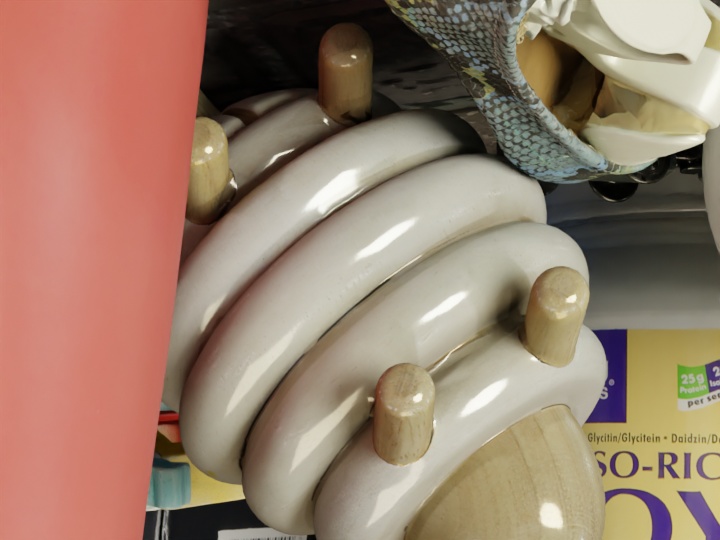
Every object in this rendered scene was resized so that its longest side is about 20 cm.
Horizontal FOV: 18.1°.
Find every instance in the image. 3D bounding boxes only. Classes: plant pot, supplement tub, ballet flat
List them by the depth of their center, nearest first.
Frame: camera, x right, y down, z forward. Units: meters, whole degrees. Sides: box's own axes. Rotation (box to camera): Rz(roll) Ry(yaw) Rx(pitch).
[{"bbox_3d":[-0.127,-0.004,0.534,0.199,0.179,0.201,-4,165,-1],"label":"plant pot"},{"bbox_3d":[0.061,-0.059,0.568,0.074,0.075,0.200,-11,165,23],"label":"ballet flat"},{"bbox_3d":[0.121,0.068,0.777,0.144,0.202,0.145,1,174,0],"label":"supplement tub"}]

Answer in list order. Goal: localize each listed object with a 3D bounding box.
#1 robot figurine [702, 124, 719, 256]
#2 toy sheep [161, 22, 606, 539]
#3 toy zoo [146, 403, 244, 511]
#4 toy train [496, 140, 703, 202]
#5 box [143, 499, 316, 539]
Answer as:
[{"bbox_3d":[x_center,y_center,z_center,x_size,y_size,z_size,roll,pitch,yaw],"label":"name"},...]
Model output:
[{"bbox_3d":[0.193,-0.029,0.623,0.198,0.126,0.150,0,164,-15],"label":"robot figurine"},{"bbox_3d":[-0.001,0.009,0.633,0.137,0.200,0.138,-30,158,-14],"label":"toy sheep"},{"bbox_3d":[-0.091,0.063,0.833,0.130,0.021,0.200,-4,-172,-18],"label":"toy zoo"},{"bbox_3d":[0.136,-0.044,0.710,0.198,0.046,0.034,2,167,-18],"label":"toy train"},{"bbox_3d":[-0.123,0.118,0.982,0.199,0.105,0.148,7,-179,31],"label":"box"}]
